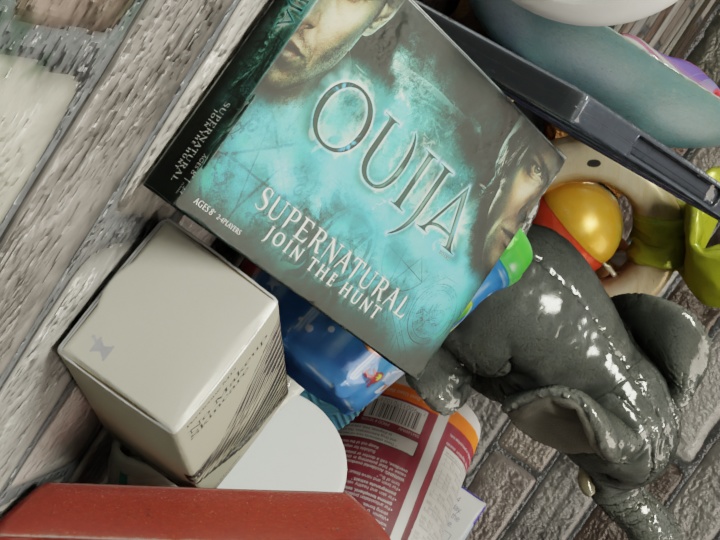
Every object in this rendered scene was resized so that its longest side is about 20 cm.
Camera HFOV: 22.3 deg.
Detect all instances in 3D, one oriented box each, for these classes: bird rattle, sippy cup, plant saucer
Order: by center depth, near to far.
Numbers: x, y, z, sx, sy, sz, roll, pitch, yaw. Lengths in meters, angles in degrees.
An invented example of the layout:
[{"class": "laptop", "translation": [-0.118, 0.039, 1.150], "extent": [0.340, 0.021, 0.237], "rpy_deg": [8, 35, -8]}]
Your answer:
[{"class": "sippy cup", "translation": [0.000, 0.000, 0.971], "extent": [0.130, 0.140, 0.178], "rpy_deg": [-50, 128, -9]}, {"class": "plant saucer", "translation": [-0.089, 0.153, 0.975], "extent": [0.200, 0.199, 0.037], "rpy_deg": [104, -13, -68]}, {"class": "plant saucer", "translation": [0.126, -0.113, 0.988], "extent": [0.039, 0.201, 0.201], "rpy_deg": [-58, 171, 8]}, {"class": "bird rattle", "translation": [0.148, -0.010, 1.179], "extent": [0.200, 0.163, 0.113], "rpy_deg": [-36, -165, 26]}]

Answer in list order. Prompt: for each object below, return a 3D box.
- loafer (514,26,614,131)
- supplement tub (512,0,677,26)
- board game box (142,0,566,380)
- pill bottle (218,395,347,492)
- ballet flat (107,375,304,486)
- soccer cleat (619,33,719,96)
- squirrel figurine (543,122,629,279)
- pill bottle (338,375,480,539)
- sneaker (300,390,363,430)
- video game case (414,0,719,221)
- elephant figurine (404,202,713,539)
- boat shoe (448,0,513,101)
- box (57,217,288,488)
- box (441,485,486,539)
[{"class": "loafer", "translation": [0.086, -0.117, 1.196], "extent": [0.200, 0.072, 0.073], "rpy_deg": [-49, 130, -18]}, {"class": "supplement tub", "translation": [0.136, -0.209, 0.888], "extent": [0.200, 0.140, 0.140], "rpy_deg": [-42, 164, -56]}, {"class": "board game box", "translation": [0.006, -0.046, 0.828], "extent": [0.135, 0.028, 0.200], "rpy_deg": [-56, 139, -2]}, {"class": "pill bottle", "translation": [-0.077, 0.154, 1.141], "extent": [0.113, 0.113, 0.200], "rpy_deg": [-50, 175, -30]}, {"class": "ballet flat", "translation": [-0.072, 0.056, 1.035], "extent": [0.200, 0.069, 0.069], "rpy_deg": [-50, 170, -26]}, {"class": "soccer cleat", "translation": [0.199, -0.114, 1.218], "extent": [0.200, 0.076, 0.067], "rpy_deg": [-4, 119, -63]}, {"class": "squirrel figurine", "translation": [0.129, -0.055, 1.274], "extent": [0.200, 0.187, 0.142], "rpy_deg": [-54, 171, -11]}, {"class": "pill bottle", "translation": [0.004, 0.178, 1.292], "extent": [0.110, 0.109, 0.200], "rpy_deg": [106, 7, -65]}, {"class": "sneaker", "translation": [-0.022, 0.040, 1.166], "extent": [0.200, 0.076, 0.081], "rpy_deg": [-43, -142, 34]}, {"class": "video game case", "translation": [0.110, -0.080, 0.937], "extent": [0.200, 0.143, 0.019], "rpy_deg": [22, 100, -51]}, {"class": "elephant figurine", "translation": [0.140, 0.068, 1.080], "extent": [0.142, 0.200, 0.155], "rpy_deg": [-53, 167, 7]}, {"class": "boat shoe", "translation": [0.060, -0.110, 1.067], "extent": [0.200, 0.074, 0.069], "rpy_deg": [-46, 162, -51]}, {"class": "box", "translation": [-0.085, 0.050, 0.888], "extent": [0.082, 0.068, 0.200], "rpy_deg": [-52, 172, -12]}, {"class": "box", "translation": [-0.038, 0.215, 1.390], "extent": [0.200, 0.184, 0.105], "rpy_deg": [-52, 169, -22]}]
